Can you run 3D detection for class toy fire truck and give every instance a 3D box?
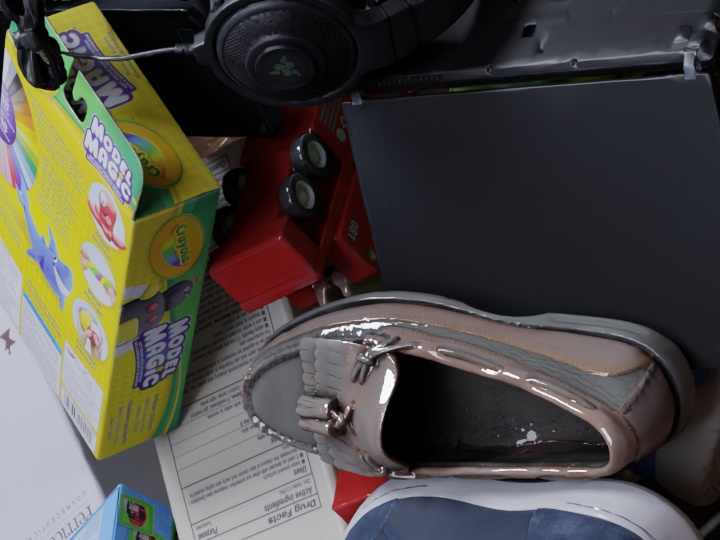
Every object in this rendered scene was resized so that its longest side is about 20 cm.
[{"bbox_3d":[0.000,0.000,1.289,0.049,0.141,0.200,-23,36,34],"label":"toy fire truck"}]

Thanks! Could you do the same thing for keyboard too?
[{"bbox_3d":[-0.119,-0.108,1.301,0.199,0.104,0.040,4,47,41],"label":"keyboard"}]

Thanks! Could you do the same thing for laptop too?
[{"bbox_3d":[0.093,-0.071,1.185,0.177,0.103,0.201,-2,55,37],"label":"laptop"}]

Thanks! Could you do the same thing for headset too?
[{"bbox_3d":[-0.046,-0.125,1.169,0.199,0.094,0.124,-26,50,-10],"label":"headset"}]

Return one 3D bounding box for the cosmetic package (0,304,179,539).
[{"bbox_3d":[-0.166,0.062,1.442,0.102,0.074,0.200,-41,64,31],"label":"cosmetic package"}]

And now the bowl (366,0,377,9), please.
[{"bbox_3d":[-0.056,-0.188,1.299,0.200,0.094,0.201,-23,54,35],"label":"bowl"}]

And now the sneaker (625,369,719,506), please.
[{"bbox_3d":[0.130,-0.015,1.199,0.111,0.077,0.201,27,113,26],"label":"sneaker"}]

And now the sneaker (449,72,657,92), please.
[{"bbox_3d":[0.071,-0.070,1.255,0.083,0.074,0.200,36,101,35],"label":"sneaker"}]

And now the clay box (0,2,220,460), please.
[{"bbox_3d":[-0.113,-0.023,1.268,0.115,0.047,0.200,55,150,27],"label":"clay box"}]

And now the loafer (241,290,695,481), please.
[{"bbox_3d":[0.031,0.051,1.165,0.199,0.063,0.072,-1,114,31],"label":"loafer"}]

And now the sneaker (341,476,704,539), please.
[{"bbox_3d":[0.026,0.151,1.154,0.077,0.146,0.202,50,150,-18],"label":"sneaker"}]

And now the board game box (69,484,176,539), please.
[{"bbox_3d":[-0.141,0.216,1.312,0.151,0.037,0.200,-47,26,35],"label":"board game box"}]

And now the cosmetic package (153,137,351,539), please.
[{"bbox_3d":[-0.041,0.050,1.340,0.105,0.071,0.201,-24,75,38],"label":"cosmetic package"}]
